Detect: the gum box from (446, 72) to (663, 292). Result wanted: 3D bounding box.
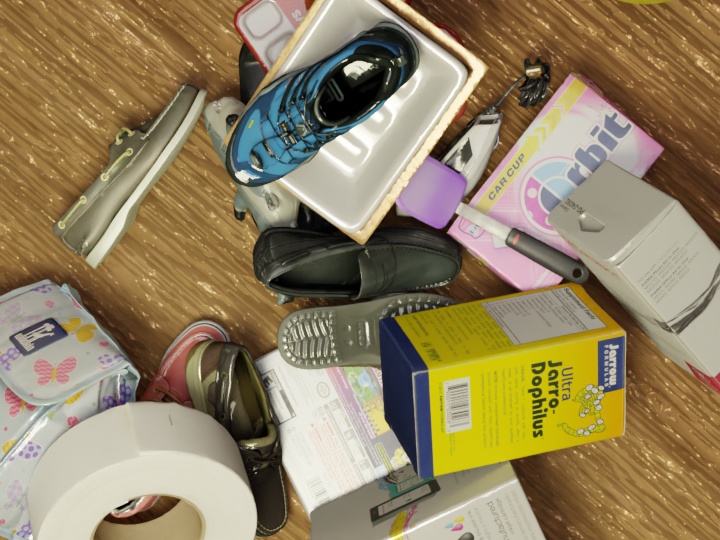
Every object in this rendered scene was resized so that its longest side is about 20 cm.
[{"bbox_3d":[0.186,-0.079,1.487,0.113,0.066,0.201,38,91,1],"label":"gum box"}]

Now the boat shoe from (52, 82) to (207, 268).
[{"bbox_3d":[-0.220,-0.100,1.502,0.060,0.072,0.203,35,95,-2],"label":"boat shoe"}]

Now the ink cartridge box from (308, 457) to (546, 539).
[{"bbox_3d":[0.071,0.267,1.436,0.198,0.146,0.148,-26,104,2],"label":"ink cartridge box"}]

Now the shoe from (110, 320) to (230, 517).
[{"bbox_3d":[-0.183,0.142,1.488,0.071,0.091,0.202,28,91,2],"label":"shoe"}]

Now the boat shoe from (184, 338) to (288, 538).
[{"bbox_3d":[-0.109,0.162,1.475,0.073,0.064,0.202,-31,108,-40],"label":"boat shoe"}]

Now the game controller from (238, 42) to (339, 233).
[{"bbox_3d":[-0.063,-0.135,1.519,0.103,0.042,0.203,-5,89,17],"label":"game controller"}]

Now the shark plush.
[{"bbox_3d":[-0.090,-0.072,1.491,0.083,0.091,0.202,-16,101,41],"label":"shark plush"}]

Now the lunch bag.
[{"bbox_3d":[-0.312,0.118,1.449,0.200,0.127,0.170,-47,50,0],"label":"lunch bag"}]

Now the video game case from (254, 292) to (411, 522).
[{"bbox_3d":[0.004,0.144,1.516,0.181,0.023,0.202,-27,87,2],"label":"video game case"}]

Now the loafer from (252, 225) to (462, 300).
[{"bbox_3d":[0.000,0.000,1.437,0.198,0.071,0.069,1,126,-14],"label":"loafer"}]

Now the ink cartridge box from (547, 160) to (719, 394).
[{"bbox_3d":[0.277,0.009,1.407,0.083,0.145,0.200,-44,116,0],"label":"ink cartridge box"}]

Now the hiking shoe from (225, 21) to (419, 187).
[{"bbox_3d":[-0.042,-0.136,1.308,0.199,0.087,0.075,-38,98,19],"label":"hiking shoe"}]

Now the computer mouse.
[{"bbox_3d":[0.112,-0.116,1.486,0.044,0.110,0.200,41,102,-7],"label":"computer mouse"}]

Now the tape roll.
[{"bbox_3d":[-0.195,0.214,1.400,0.200,0.071,0.204,-10,128,-12],"label":"tape roll"}]

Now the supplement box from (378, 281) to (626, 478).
[{"bbox_3d":[0.127,0.096,1.410,0.198,0.109,0.111,-10,116,-12],"label":"supplement box"}]

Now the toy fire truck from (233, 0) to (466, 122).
[{"bbox_3d":[-0.002,-0.198,1.463,0.167,0.112,0.201,-35,98,0],"label":"toy fire truck"}]

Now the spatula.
[{"bbox_3d":[0.122,-0.040,1.444,0.199,0.021,0.057,30,94,2],"label":"spatula"}]

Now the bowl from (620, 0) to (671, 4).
[{"bbox_3d":[0.234,-0.319,1.458,0.201,0.200,0.108,52,135,2],"label":"bowl"}]

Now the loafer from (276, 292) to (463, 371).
[{"bbox_3d":[0.015,0.057,1.473,0.198,0.070,0.076,2,91,-14],"label":"loafer"}]

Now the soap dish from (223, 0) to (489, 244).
[{"bbox_3d":[-0.003,-0.149,1.386,0.157,0.081,0.201,35,110,-2],"label":"soap dish"}]
